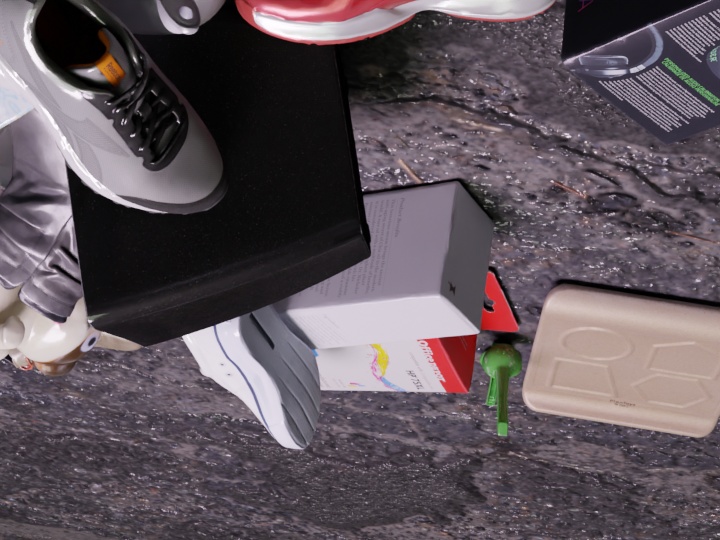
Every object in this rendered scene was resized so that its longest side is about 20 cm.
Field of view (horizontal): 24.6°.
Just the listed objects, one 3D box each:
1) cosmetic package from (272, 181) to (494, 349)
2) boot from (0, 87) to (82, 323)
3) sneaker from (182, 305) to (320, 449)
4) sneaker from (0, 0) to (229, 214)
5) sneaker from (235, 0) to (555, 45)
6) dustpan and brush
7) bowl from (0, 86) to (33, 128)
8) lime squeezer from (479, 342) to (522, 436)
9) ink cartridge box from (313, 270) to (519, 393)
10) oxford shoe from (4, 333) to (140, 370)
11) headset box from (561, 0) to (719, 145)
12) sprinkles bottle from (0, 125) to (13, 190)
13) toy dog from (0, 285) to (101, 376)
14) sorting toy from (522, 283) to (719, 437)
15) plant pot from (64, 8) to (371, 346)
[{"bbox_3d":[0.000,0.000,1.318,0.198,0.103,0.071,-6,150,31],"label":"cosmetic package"},{"bbox_3d":[-0.248,-0.061,1.209,0.131,0.070,0.200,-39,108,4],"label":"boot"},{"bbox_3d":[-0.087,0.072,1.314,0.070,0.074,0.201,8,145,26],"label":"sneaker"},{"bbox_3d":[-0.141,-0.096,0.928,0.079,0.074,0.200,10,154,48],"label":"sneaker"},{"bbox_3d":[0.021,-0.201,0.957,0.197,0.079,0.116,-9,143,-4],"label":"sneaker"},{"bbox_3d":[-0.121,-0.167,0.953,0.138,0.201,0.058,0,127,-20],"label":"dustpan and brush"},{"bbox_3d":[-0.299,-0.148,1.073,0.198,0.109,0.200,-24,173,-3],"label":"bowl"},{"bbox_3d":[0.130,0.100,1.510,0.037,0.072,0.200,-11,-178,1],"label":"lime squeezer"},{"bbox_3d":[0.030,0.053,1.446,0.197,0.068,0.116,-1,151,20],"label":"ink cartridge box"},{"bbox_3d":[-0.299,0.066,1.579,0.197,0.076,0.071,5,152,10],"label":"oxford shoe"},{"bbox_3d":[0.209,-0.182,0.809,0.092,0.176,0.199,30,148,-35],"label":"headset box"},{"bbox_3d":[-0.219,-0.050,1.335,0.067,0.069,0.200,-4,150,26],"label":"sprinkles bottle"},{"bbox_3d":[-0.320,0.023,1.442,0.198,0.141,0.194,20,165,-18],"label":"toy dog"},{"bbox_3d":[0.243,0.077,1.459,0.183,0.037,0.201,9,148,3],"label":"sorting toy"},{"bbox_3d":[-0.089,-0.067,1.090,0.175,0.203,0.200,-8,173,2],"label":"plant pot"}]
